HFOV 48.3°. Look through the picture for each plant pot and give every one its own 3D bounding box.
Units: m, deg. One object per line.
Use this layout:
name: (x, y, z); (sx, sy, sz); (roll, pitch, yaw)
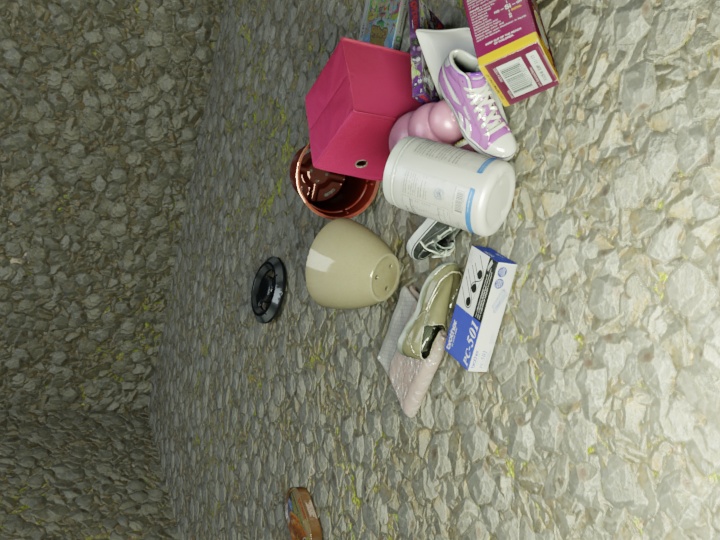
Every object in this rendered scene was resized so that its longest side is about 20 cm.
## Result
plant pot: (-0.077, -0.230, 1.902); (0.195, 0.199, 0.203); (-153, 70, -70)

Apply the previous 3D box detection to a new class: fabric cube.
fabric cube: (0.015, -0.338, 1.712); (0.199, 0.194, 0.202); (-45, 46, 50)

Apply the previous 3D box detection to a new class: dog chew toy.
dog chew toy: (0.137, -0.260, 1.524); (0.200, 0.123, 0.126); (153, 118, -61)

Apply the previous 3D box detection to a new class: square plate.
square plate: (0.188, -0.348, 1.453); (0.200, 0.028, 0.199); (32, 150, 62)

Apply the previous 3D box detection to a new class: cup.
cup: (0.000, 0.000, 1.719); (0.142, 0.199, 0.203); (17, 102, 38)

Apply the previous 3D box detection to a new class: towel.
towel: (0.101, 0.161, 1.629); (0.191, 0.032, 0.202); (59, 137, 50)

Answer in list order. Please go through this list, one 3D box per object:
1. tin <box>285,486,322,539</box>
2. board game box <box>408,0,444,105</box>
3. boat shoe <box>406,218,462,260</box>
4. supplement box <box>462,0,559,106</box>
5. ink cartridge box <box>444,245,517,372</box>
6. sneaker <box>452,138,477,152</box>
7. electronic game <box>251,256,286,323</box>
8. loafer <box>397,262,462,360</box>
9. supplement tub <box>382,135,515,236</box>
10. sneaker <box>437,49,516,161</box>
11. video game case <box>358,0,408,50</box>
tin: (-0.144, 0.640, 2.033); (0.201, 0.041, 0.113); (-118, 37, -48)
board game box: (0.134, -0.415, 1.575); (0.032, 0.120, 0.202); (-8, 76, 25)
boat shoe: (0.150, -0.058, 1.527); (0.069, 0.073, 0.200); (63, 148, 17)
supplement box: (0.240, -0.395, 1.307); (0.102, 0.131, 0.202); (-20, 63, 23)
ink cartridge box: (0.209, 0.067, 1.411); (0.094, 0.044, 0.202); (-139, 58, -61)
sneaker: (0.192, -0.179, 1.476); (0.200, 0.074, 0.091); (-35, 72, 57)
electronic game: (-0.274, 0.058, 2.394); (0.199, 0.041, 0.202); (-26, 58, 52)
loafer: (0.143, 0.082, 1.501); (0.069, 0.075, 0.202); (34, 103, 45)
supplement tub: (0.153, -0.147, 1.382); (0.199, 0.131, 0.133); (22, 108, 30)
sneaker: (0.199, -0.279, 1.345); (0.201, 0.072, 0.114); (54, 167, 8)
video game case: (0.050, -0.581, 1.875); (0.200, 0.022, 0.184); (36, 117, 60)
